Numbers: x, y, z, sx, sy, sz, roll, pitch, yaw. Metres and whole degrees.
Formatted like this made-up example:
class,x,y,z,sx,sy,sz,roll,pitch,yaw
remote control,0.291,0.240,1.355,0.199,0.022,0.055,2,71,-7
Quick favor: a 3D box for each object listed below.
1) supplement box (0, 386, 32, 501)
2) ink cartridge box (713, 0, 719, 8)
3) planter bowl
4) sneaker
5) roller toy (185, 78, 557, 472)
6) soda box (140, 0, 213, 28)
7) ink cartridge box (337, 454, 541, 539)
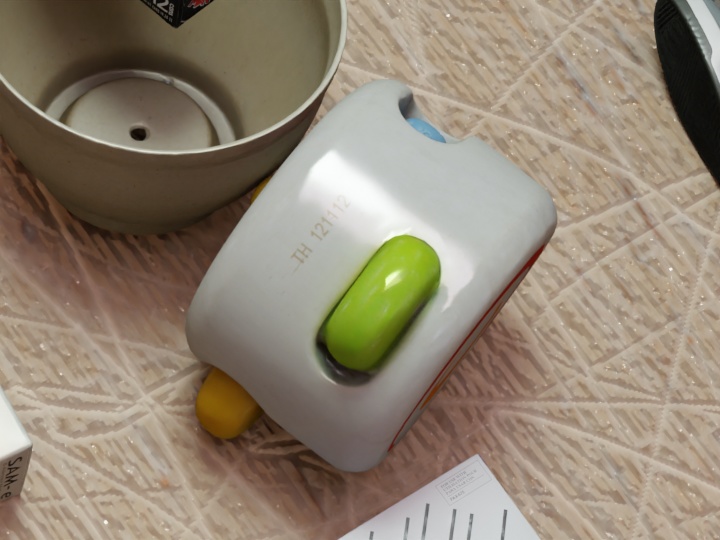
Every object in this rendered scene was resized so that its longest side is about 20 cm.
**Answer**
class,x,y,z,sx,sy,sz,roll,pitch,yaw
supplement box,-0.284,0.090,1.291,0.200,0.074,0.126,-26,73,-22
ink cartridge box,0.214,-0.243,1.520,0.200,0.146,0.084,41,65,10
planter bowl,-0.116,-0.104,1.381,0.200,0.135,0.200,5,55,-8
sneaker,0.265,-0.095,1.492,0.121,0.084,0.200,-24,80,-16
roller toy,0.000,0.000,1.337,0.140,0.200,0.182,37,53,6
soda box,-0.143,-0.219,1.335,0.200,0.063,0.071,39,57,17
ink cartridge box,0.007,0.187,1.325,0.200,0.044,0.094,-29,72,-23
